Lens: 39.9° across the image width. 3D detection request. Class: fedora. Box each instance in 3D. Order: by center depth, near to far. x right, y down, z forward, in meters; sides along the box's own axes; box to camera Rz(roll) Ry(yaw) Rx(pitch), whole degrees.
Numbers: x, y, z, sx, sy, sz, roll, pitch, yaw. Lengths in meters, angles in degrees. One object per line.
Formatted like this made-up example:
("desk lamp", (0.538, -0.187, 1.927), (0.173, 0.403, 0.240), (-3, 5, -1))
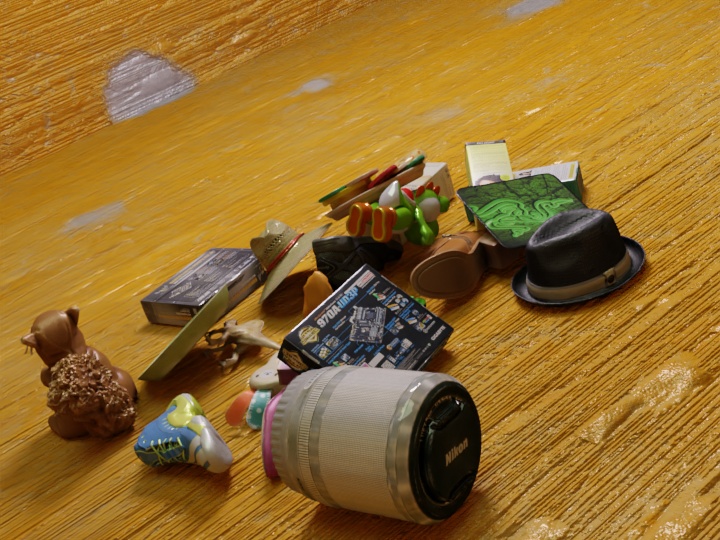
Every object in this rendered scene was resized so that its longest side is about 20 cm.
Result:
("fedora", (0.307, -0.030, 1.435), (0.200, 0.092, 0.201), (-15, 24, 7))

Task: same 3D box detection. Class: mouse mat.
("mouse mat", (0.270, -0.098, 1.571), (0.200, 0.008, 0.161), (-13, 45, -25))

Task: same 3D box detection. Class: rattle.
("rattle", (-0.110, 0.115, 1.382), (0.200, 0.143, 0.130), (-22, 42, -22))

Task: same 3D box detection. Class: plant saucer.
("plant saucer", (-0.268, 0.104, 1.547), (0.200, 0.031, 0.200), (-46, 6, 7))

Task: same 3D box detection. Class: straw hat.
("straw hat", (-0.141, -0.040, 1.680), (0.201, 0.085, 0.201), (-47, 5, 5))

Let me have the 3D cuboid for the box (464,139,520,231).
("box", (0.221, -0.145, 1.671), (0.075, 0.050, 0.200), (-5, 40, 1))

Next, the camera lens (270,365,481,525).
("camera lens", (0.022, 0.188, 1.096), (0.200, 0.160, 0.160), (1, 31, 37))

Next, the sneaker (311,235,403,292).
("sneaker", (0.000, 0.000, 1.633), (0.076, 0.115, 0.199), (-6, -1, 37))

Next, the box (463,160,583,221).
("box", (0.284, -0.138, 1.733), (0.200, 0.049, 0.082), (-8, 26, 22))

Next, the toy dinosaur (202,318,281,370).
("toy dinosaur", (-0.188, 0.106, 1.547), (0.101, 0.058, 0.200), (-31, 27, -28))

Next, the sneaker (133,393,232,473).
("sneaker", (-0.237, 0.237, 1.306), (0.105, 0.076, 0.200), (-37, 20, -10))

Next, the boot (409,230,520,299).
("boot", (0.132, -0.012, 1.551), (0.200, 0.074, 0.155), (-18, 14, -26))

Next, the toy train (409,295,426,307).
("toy train", (0.036, 0.097, 1.417), (0.056, 0.042, 0.200), (10, 35, 27))

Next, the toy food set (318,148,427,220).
("toy food set", (0.025, -0.145, 1.684), (0.200, 0.049, 0.198), (-27, 3, 13))

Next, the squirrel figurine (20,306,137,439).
("squirrel figurine", (-0.412, 0.149, 1.457), (0.141, 0.187, 0.200), (-28, 26, -21))

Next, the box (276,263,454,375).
("box", (0.011, 0.096, 1.329), (0.159, 0.046, 0.200), (36, 46, 12))

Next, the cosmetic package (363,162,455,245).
("cosmetic package", (0.079, -0.124, 1.823), (0.105, 0.071, 0.200), (1, 31, 37))

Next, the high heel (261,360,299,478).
("high heel", (-0.070, 0.185, 1.284), (0.096, 0.067, 0.200), (2, 38, 8))

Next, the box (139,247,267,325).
("box", (-0.272, 0.027, 1.783), (0.158, 0.048, 0.200), (1, 30, 38))

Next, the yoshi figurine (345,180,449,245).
("yoshi figurine", (0.073, -0.075, 1.620), (0.200, 0.113, 0.112), (-15, -19, -46))
